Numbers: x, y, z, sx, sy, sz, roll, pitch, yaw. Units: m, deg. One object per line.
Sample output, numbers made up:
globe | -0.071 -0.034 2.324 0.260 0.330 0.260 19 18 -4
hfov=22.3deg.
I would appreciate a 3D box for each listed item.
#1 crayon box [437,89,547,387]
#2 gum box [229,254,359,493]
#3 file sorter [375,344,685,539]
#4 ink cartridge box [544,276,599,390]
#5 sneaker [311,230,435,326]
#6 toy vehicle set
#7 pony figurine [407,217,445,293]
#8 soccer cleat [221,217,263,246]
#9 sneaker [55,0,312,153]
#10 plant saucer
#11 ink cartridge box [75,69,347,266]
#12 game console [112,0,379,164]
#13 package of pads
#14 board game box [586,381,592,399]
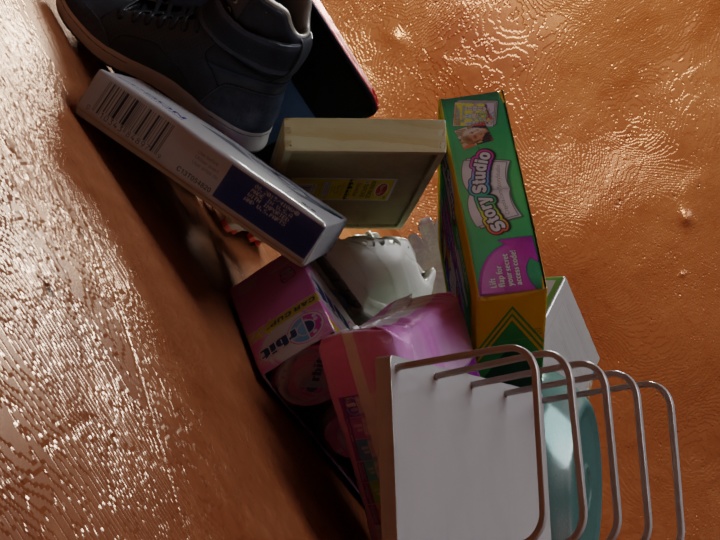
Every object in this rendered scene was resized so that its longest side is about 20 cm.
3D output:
crayon box | 0.100 -0.007 1.410 0.173 0.058 0.201 88 -5 -51
gum box | -0.015 0.092 1.415 0.200 0.066 0.114 54 6 -38
file sorter | 0.117 0.131 1.233 0.200 0.124 0.140 17 66 -52
ink cartridge box | 0.140 0.108 1.610 0.200 0.059 0.104 -59 135 -40
sneaker | 0.000 0.000 1.544 0.074 0.088 0.200 16 -13 31
toy vehicle set | -0.011 -0.075 1.456 0.200 0.123 0.027 120 -31 -72
pony figurine | 0.040 0.060 1.791 0.194 0.166 0.200 64 -11 -10
soccer cleat | -0.083 -0.066 1.640 0.070 0.077 0.200 57 5 3
sneaker | -0.129 -0.204 1.401 0.202 0.147 0.077 33 37 4
plant saucer | 0.174 0.183 1.528 0.200 0.036 0.201 -1 90 -73
ink cartridge box | -0.102 -0.077 1.355 0.199 0.041 0.200 34 4 1
game console | -0.104 -0.166 1.476 0.177 0.199 0.031 59 34 -13
package of pads | 0.045 0.123 1.310 0.120 0.075 0.201 -24 99 -57
board game box | 0.141 0.139 1.711 0.148 0.064 0.201 44 48 -35
